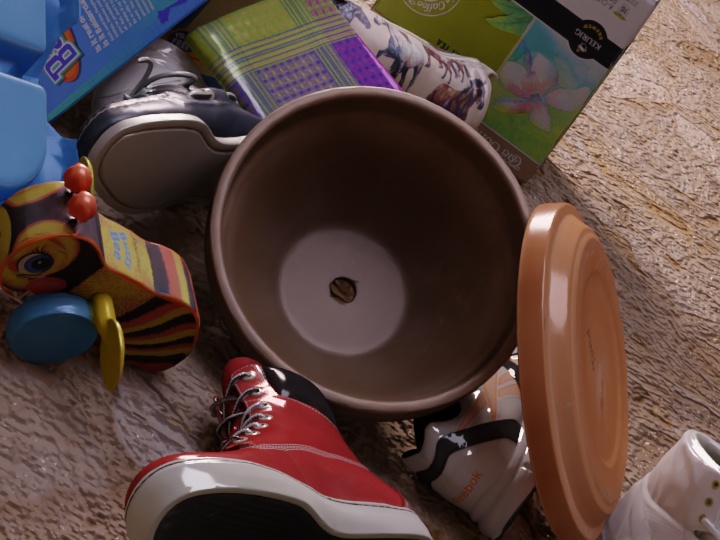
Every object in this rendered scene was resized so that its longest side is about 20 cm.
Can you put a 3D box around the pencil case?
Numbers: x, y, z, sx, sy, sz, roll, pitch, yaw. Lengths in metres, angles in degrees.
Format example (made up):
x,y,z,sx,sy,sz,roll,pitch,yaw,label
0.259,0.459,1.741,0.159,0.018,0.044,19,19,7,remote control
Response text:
x,y,z,sx,sy,sz,roll,pitch,yaw,label
0.013,-0.169,1.510,0.199,0.090,0.078,24,25,-27,pencil case

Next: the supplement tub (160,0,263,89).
x,y,z,sx,sy,sz,roll,pitch,yaw,label
-0.106,-0.235,1.332,0.144,0.201,0.145,28,24,-14,supplement tub

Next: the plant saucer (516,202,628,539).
x,y,z,sx,sy,sz,roll,pitch,yaw,label
0.131,0.060,1.118,0.032,0.202,0.200,-6,16,18,plant saucer

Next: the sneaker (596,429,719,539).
x,y,z,sx,sy,sz,roll,pitch,yaw,label
0.202,0.179,1.089,0.073,0.116,0.201,24,27,-28,sneaker

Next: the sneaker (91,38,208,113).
x,y,z,sx,sy,sz,roll,pitch,yaw,label
-0.093,-0.074,1.240,0.199,0.075,0.100,24,43,-21,sneaker

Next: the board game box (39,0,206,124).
x,y,z,sx,sy,sz,roll,pitch,yaw,label
-0.173,-0.205,1.163,0.200,0.045,0.153,-42,117,-29,board game box

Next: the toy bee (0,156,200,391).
x,y,z,sx,sy,sz,roll,pitch,yaw,label
-0.147,0.000,0.952,0.199,0.109,0.132,-7,64,-53,toy bee

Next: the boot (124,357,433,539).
x,y,z,sx,sy,sz,roll,pitch,yaw,label
-0.064,0.094,0.947,0.199,0.073,0.145,19,27,-51,boot

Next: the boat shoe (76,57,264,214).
x,y,z,sx,sy,sz,roll,pitch,yaw,label
-0.111,-0.081,1.101,0.062,0.075,0.199,50,24,15,boat shoe

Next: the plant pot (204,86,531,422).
x,y,z,sx,sy,sz,roll,pitch,yaw,label
0.000,0.000,1.125,0.199,0.093,0.203,5,69,-14,plant pot

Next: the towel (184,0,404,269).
x,y,z,sx,sy,sz,roll,pitch,yaw,label
-0.016,-0.095,1.246,0.143,0.023,0.201,-28,78,-46,towel

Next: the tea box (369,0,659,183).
x,y,z,sx,sy,sz,roll,pitch,yaw,label
0.130,-0.221,1.628,0.199,0.198,0.134,36,23,3,tea box

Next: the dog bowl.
x,y,z,sx,sy,sz,roll,pitch,yaw,label
-0.213,-0.113,1.042,0.111,0.049,0.202,16,64,-45,dog bowl

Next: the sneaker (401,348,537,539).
x,y,z,sx,sy,sz,roll,pitch,yaw,label
0.078,0.082,1.154,0.080,0.074,0.200,32,23,-3,sneaker
